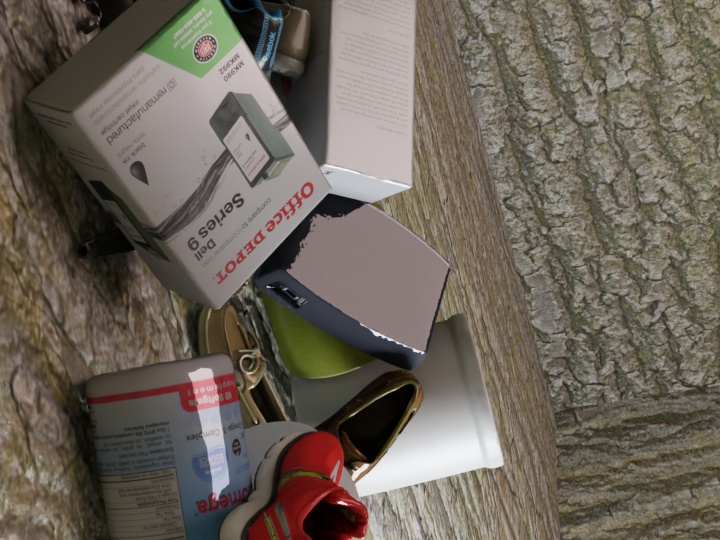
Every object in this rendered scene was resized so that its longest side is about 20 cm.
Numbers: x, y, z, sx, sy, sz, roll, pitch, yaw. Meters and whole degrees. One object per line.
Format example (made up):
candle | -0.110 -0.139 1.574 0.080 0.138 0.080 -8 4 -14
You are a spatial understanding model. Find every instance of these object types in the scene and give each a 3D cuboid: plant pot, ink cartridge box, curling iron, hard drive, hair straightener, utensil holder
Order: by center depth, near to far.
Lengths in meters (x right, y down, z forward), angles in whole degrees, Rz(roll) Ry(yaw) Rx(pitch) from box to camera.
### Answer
ink cartridge box | -0.130 -0.094 0.933 0.146 0.084 0.201 -47 128 -20
hair straightener | -0.208 -0.230 0.998 0.201 0.041 0.077 71 16 -52
curling iron | -0.177 -0.020 1.009 0.200 0.025 0.050 -4 81 -76
hard drive | 0.000 0.000 1.193 0.199 0.042 0.136 31 64 -27
plant pot | -0.040 -0.023 1.291 0.201 0.186 0.187 63 19 -22
utensil holder | 0.039 0.151 1.335 0.170 0.198 0.171 -14 90 -87

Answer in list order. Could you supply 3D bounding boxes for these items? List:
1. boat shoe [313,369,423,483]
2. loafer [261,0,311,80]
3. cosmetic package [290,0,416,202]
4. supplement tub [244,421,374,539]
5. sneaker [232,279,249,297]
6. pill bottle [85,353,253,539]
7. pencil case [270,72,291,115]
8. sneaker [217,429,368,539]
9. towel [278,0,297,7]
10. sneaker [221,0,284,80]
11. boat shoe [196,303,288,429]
boat shoe | -0.018 0.174 1.205 0.072 0.200 0.068 41 -8 -2
loafer | -0.105 -0.242 1.172 0.075 0.200 0.070 16 104 -46
cosmetic package | -0.007 -0.175 1.156 0.101 0.071 0.202 11 73 -32
supplement tub | -0.058 0.245 1.047 0.145 0.144 0.201 -77 153 -59
sneaker | -0.109 -0.085 1.149 0.109 0.070 0.201 -73 177 -62
pill bottle | -0.130 0.167 0.890 0.109 0.108 0.202 -5 85 -76
pencil case | -0.122 -0.166 1.218 0.200 0.083 0.091 0 70 -75
sneaker | -0.032 0.174 0.874 0.200 0.084 0.078 -57 136 -68
towel | -0.055 -0.242 1.253 0.201 0.023 0.153 63 6 -8
sneaker | -0.131 -0.244 1.089 0.073 0.082 0.200 -14 52 -44
boat shoe | -0.099 0.115 1.146 0.073 0.063 0.202 -64 142 -67
